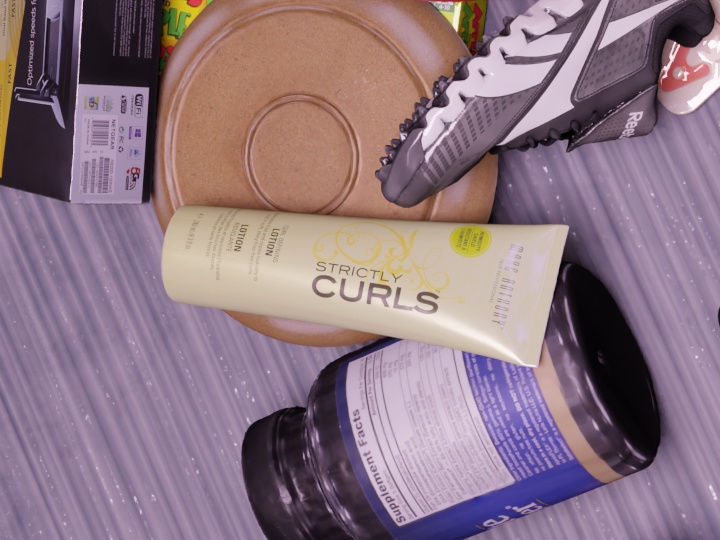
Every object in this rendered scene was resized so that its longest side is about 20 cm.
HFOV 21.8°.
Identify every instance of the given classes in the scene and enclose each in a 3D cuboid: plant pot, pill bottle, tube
[{"bbox_3d":[-0.027,-0.059,0.965,0.198,0.027,0.202,2,96,20],"label":"plant pot"},{"bbox_3d":[0.043,0.081,0.958,0.199,0.112,0.113,-24,86,22],"label":"pill bottle"},{"bbox_3d":[0.000,0.000,0.920,0.198,0.052,0.059,7,104,20],"label":"tube"}]

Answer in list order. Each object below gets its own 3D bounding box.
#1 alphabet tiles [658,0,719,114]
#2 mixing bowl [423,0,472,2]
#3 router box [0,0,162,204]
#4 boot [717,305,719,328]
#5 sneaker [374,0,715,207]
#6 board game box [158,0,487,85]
[{"bbox_3d":[0.190,-0.185,0.928,0.196,0.015,0.200,-43,80,19],"label":"alphabet tiles"},{"bbox_3d":[0.024,-0.193,0.900,0.198,0.200,0.109,13,109,19],"label":"mixing bowl"},{"bbox_3d":[-0.169,-0.143,1.011,0.157,0.052,0.202,14,102,50],"label":"router box"},{"bbox_3d":[0.277,-0.006,0.844,0.199,0.077,0.169,21,132,12],"label":"boot"},{"bbox_3d":[0.097,-0.088,0.902,0.200,0.066,0.091,-44,92,-13],"label":"sneaker"},{"bbox_3d":[-0.037,-0.113,1.003,0.198,0.048,0.103,11,99,19],"label":"board game box"}]
